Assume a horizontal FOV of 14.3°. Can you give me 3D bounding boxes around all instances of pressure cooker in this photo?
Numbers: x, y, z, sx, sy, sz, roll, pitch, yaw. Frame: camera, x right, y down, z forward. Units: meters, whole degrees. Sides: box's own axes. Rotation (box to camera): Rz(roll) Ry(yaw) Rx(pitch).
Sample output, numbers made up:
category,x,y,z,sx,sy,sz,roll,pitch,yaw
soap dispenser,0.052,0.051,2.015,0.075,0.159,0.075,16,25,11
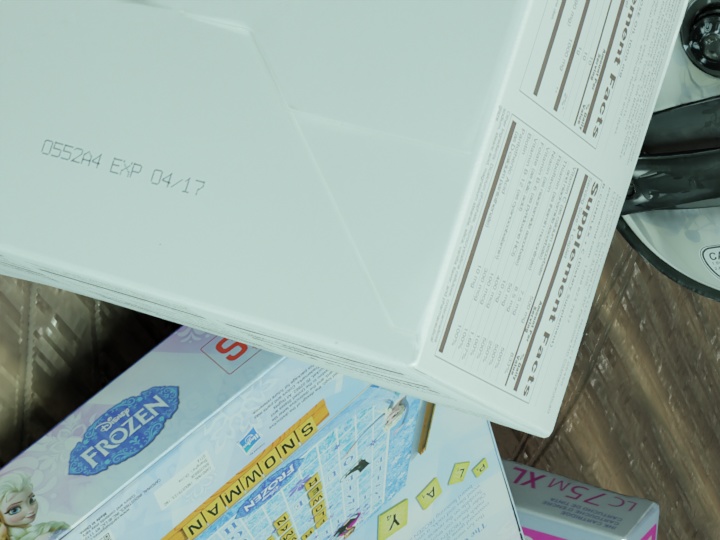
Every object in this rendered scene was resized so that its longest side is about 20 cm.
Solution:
category,x,y,z,sx,sy,sz,roll,pitch,yaw
pressure cooker,0.186,-0.079,1.250,0.176,0.179,0.200,-60,174,30

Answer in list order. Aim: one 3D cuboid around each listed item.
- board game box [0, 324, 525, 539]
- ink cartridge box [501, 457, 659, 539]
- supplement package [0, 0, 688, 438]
category,x,y,z,sx,sy,sz,roll,pitch,yaw
board game box,-0.040,0.099,0.989,0.200,0.041,0.200,-38,142,-17
ink cartridge box,0.061,0.174,1.218,0.042,0.119,0.200,-42,140,-50
supplement package,-0.028,-0.059,0.821,0.111,0.200,0.156,29,78,-64
